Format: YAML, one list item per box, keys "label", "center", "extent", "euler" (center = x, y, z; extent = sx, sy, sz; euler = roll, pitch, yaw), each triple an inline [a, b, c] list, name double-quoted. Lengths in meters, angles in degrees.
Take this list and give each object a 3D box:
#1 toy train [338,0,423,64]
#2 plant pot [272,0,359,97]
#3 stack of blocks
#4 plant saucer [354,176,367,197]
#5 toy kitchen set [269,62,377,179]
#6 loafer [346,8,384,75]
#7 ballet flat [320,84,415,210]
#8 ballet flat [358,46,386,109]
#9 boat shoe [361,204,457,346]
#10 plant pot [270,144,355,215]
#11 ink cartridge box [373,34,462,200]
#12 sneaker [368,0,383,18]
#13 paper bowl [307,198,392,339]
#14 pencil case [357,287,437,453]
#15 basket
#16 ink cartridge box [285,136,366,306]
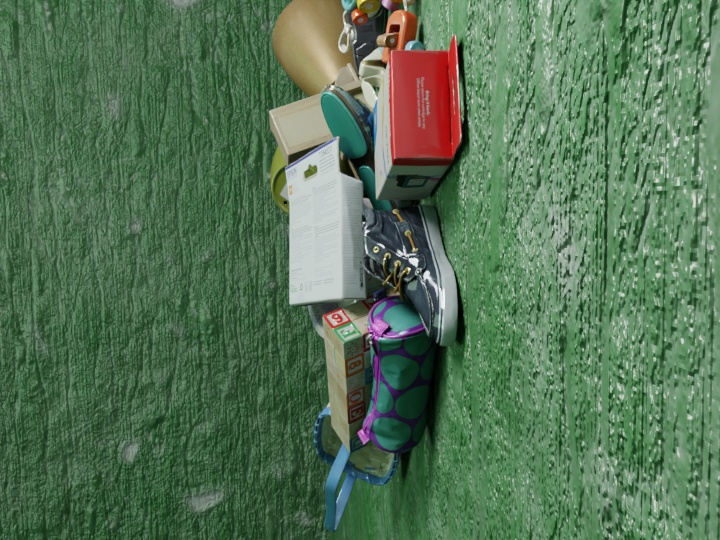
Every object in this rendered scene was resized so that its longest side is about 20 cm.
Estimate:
- label: "toy train"
  center: [0.012, -0.333, 0.966]
  extent: [0.199, 0.054, 0.154]
  euler: [33, 115, 52]
- label: "plant pot"
  center: [-0.052, -0.389, 1.412]
  extent: [0.189, 0.182, 0.203]
  euler: [96, 156, -48]
- label: "stack of blocks"
  center: [0.017, 0.134, 0.996]
  extent: [0.059, 0.113, 0.204]
  euler: [45, 147, 45]
- label: "plant saucer"
  center: [-0.033, -0.085, 1.362]
  extent: [0.202, 0.034, 0.201]
  euler: [-53, -8, -10]
- label: "toy kitchen set"
  center: [-0.063, -0.229, 1.207]
  extent: [0.201, 0.177, 0.166]
  euler: [102, 145, -67]
- label: "loafer"
  center: [0.009, -0.414, 1.211]
  extent: [0.063, 0.070, 0.205]
  euler: [-96, 4, -67]
- label: "ballet flat"
  center: [0.015, -0.155, 0.959]
  extent: [0.075, 0.073, 0.203]
  euler: [-104, -11, -64]
- label: "ballet flat"
  center: [0.032, -0.263, 1.024]
  extent: [0.203, 0.070, 0.073]
  euler: [-98, 9, -45]
- label: "boat shoe"
  center: [0.050, 0.004, 0.829]
  extent: [0.203, 0.088, 0.072]
  euler: [-99, 10, -48]
- label: "plant pot"
  center: [-0.088, -0.172, 1.348]
  extent: [0.201, 0.182, 0.192]
  euler: [-63, -24, -67]
- label: "ink cartridge box"
  center: [0.058, -0.159, 0.817]
  extent: [0.200, 0.065, 0.120]
  euler: [118, 151, -78]
- label: "sneaker"
  center: [0.014, -0.478, 1.115]
  extent: [0.087, 0.074, 0.206]
  euler: [0, -79, -73]
- label: "paper bowl"
  center: [0.000, 0.000, 1.073]
  extent: [0.199, 0.102, 0.207]
  euler: [-14, 74, 62]
- label: "pencil case"
  center: [0.044, 0.126, 0.907]
  extent: [0.085, 0.090, 0.204]
  euler: [-127, 30, -47]
- label: "basket"
  center: [-0.009, 0.269, 1.123]
  extent: [0.178, 0.136, 0.202]
  euler: [96, -160, -53]
- label: "ink cartridge box"
  center: [-0.050, -0.057, 1.015]
  extent: [0.199, 0.040, 0.206]
  euler: [171, 97, -65]
